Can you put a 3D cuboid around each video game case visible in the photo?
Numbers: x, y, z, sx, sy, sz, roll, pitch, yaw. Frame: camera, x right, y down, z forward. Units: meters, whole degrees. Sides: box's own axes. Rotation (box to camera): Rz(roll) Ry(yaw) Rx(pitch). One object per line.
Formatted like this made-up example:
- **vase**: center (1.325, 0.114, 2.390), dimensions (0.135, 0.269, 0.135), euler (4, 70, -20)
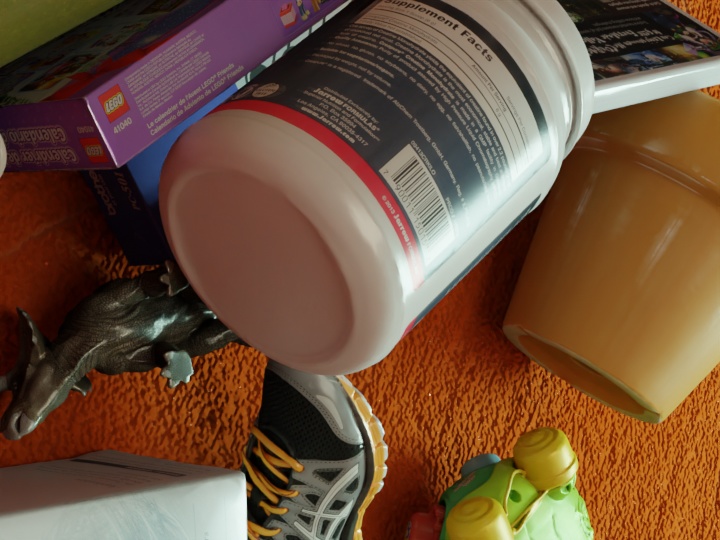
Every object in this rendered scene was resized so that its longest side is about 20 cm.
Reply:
- **video game case**: center (0.125, -0.162, 1.045), dimensions (0.200, 0.182, 0.023), euler (-16, 136, -45)

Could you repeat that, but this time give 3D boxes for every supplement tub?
- **supplement tub**: center (0.012, -0.056, 0.809), dimensions (0.200, 0.140, 0.140), euler (-43, 120, -36)

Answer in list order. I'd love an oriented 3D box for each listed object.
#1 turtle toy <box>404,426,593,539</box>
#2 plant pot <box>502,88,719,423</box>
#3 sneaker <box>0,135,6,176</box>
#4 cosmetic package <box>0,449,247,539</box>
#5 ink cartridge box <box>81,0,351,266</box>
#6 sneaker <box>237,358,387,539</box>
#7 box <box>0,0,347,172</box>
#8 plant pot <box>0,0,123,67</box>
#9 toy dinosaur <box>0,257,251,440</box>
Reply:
- **turtle toy**: center (0.076, 0.195, 1.044), dimensions (0.200, 0.101, 0.146), euler (-39, 117, -38)
- **plant pot**: center (0.196, -0.005, 1.117), dimensions (0.200, 0.200, 0.183), euler (39, 80, -40)
- **sneaker**: center (-0.245, -0.049, 0.695), dimensions (0.200, 0.114, 0.073), euler (-12, 101, -44)
- **cosmetic package**: center (-0.162, 0.200, 0.782), dimensions (0.200, 0.123, 0.199), euler (-4, 94, -45)
- **ink cartridge box**: center (-0.071, -0.095, 0.924), dimensions (0.200, 0.044, 0.094), euler (-42, 118, -37)
- **sneaker**: center (-0.039, 0.122, 0.907), dimensions (0.077, 0.078, 0.200), euler (-26, 136, -31)
- **box**: center (-0.103, -0.113, 0.824), dimensions (0.200, 0.137, 0.039), euler (-42, 119, -37)
- **plant pot**: center (-0.157, -0.183, 0.752), dimensions (0.190, 0.200, 0.200), euler (-42, 121, -22)
- **toy dinosaur**: center (-0.108, 0.025, 0.862), dimensions (0.200, 0.102, 0.077), euler (-24, 107, -50)
